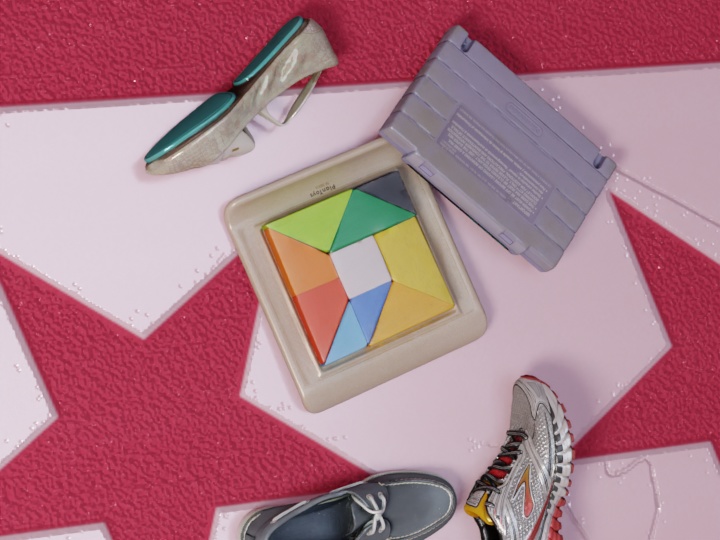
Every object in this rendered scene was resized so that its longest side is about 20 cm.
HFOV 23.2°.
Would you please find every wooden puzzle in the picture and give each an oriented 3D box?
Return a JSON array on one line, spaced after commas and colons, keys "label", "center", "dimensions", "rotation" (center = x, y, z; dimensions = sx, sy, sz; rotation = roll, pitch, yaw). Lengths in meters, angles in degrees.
[{"label": "wooden puzzle", "center": [0.000, 0.000, 1.521], "dimensions": [0.185, 0.037, 0.201], "rotation": [-24, 95, -17]}]

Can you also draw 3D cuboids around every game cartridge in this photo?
[{"label": "game cartridge", "center": [0.122, -0.105, 1.554], "dimensions": [0.200, 0.038, 0.130], "rotation": [40, 72, -14]}]

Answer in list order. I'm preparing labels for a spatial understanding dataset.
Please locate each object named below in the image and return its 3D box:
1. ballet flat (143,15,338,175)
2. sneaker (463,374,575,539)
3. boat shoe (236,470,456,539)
[{"label": "ballet flat", "center": [-0.095, -0.134, 1.485], "dimensions": [0.200, 0.067, 0.062], "rotation": [-44, 110, -14]}, {"label": "sneaker", "center": [0.137, 0.191, 1.534], "dimensions": [0.082, 0.078, 0.201], "rotation": [7, 85, -15]}, {"label": "boat shoe", "center": [-0.004, 0.217, 1.497], "dimensions": [0.199, 0.062, 0.073], "rotation": [-9, 90, -17]}]
